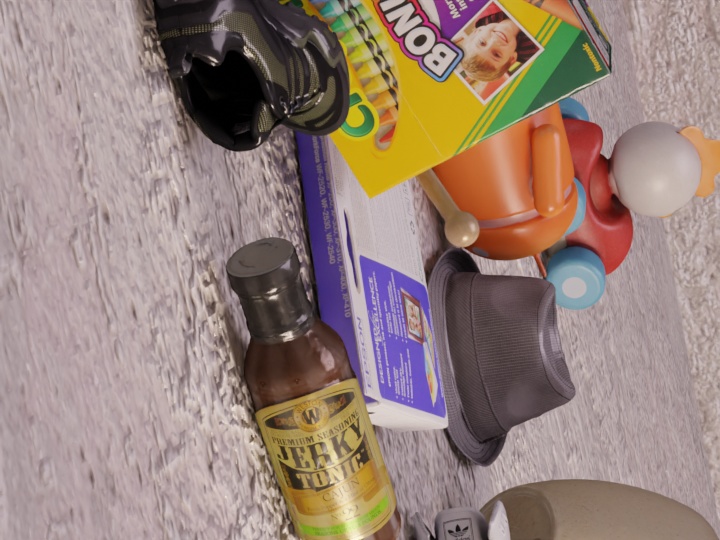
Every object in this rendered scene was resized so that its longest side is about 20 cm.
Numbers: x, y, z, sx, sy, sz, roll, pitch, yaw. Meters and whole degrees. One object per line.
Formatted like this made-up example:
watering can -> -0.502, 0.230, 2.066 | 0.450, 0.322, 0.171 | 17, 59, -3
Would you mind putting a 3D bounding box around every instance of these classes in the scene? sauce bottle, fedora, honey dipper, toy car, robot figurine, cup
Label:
sauce bottle -> -0.031, 0.076, 1.392 | 0.065, 0.064, 0.201 | -78, 153, -58
fedora -> 0.120, 0.064, 1.957 | 0.200, 0.090, 0.178 | 20, 61, -74
honey dipper -> 0.018, -0.095, 1.581 | 0.200, 0.038, 0.038 | 56, 6, 19
toy car -> 0.278, -0.082, 2.482 | 0.185, 0.199, 0.178 | -78, 155, -56
robot figurine -> 0.113, -0.094, 1.989 | 0.117, 0.143, 0.201 | -49, 130, -52
cup -> 0.154, 0.235, 1.833 | 0.143, 0.200, 0.201 | 34, 41, -34

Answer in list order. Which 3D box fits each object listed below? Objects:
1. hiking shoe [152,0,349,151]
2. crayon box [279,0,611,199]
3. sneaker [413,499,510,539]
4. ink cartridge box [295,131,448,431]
hiking shoe -> -0.066, -0.106, 1.382 | 0.200, 0.075, 0.101 | 40, 50, -57
crayon box -> 0.030, -0.170, 1.479 | 0.201, 0.172, 0.058 | 57, 18, -18
sneaker -> 0.066, 0.216, 1.671 | 0.200, 0.075, 0.116 | 48, 34, -75
ink cartridge box -> 0.000, 0.000, 1.604 | 0.200, 0.043, 0.199 | 31, 49, -71
